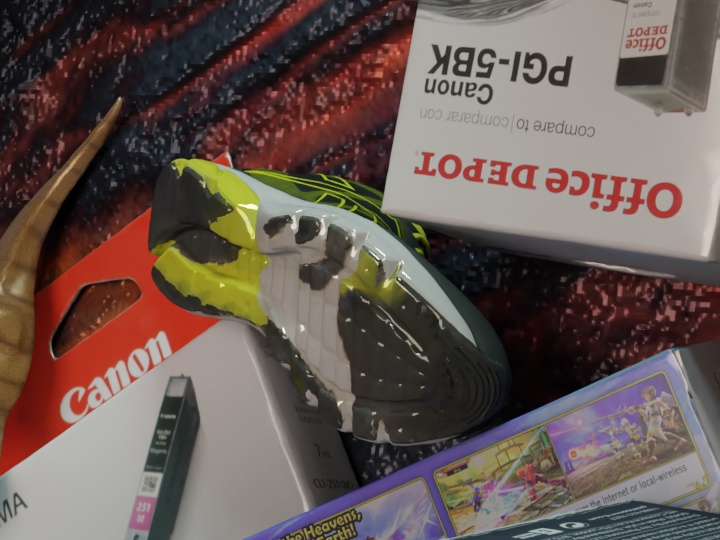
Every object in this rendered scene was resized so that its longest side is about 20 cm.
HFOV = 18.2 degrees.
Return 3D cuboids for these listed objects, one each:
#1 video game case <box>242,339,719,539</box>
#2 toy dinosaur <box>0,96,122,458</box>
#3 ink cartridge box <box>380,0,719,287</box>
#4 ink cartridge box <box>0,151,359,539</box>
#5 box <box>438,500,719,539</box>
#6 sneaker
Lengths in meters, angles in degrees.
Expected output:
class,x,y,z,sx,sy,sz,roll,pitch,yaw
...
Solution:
class,x,y,z,sx,sy,sz,roll,pitch,yaw
video game case,0.070,0.145,0.787,0.199,0.045,0.182,-26,81,30
toy dinosaur,-0.165,0.024,0.992,0.105,0.060,0.201,3,66,22
ink cartridge box,0.100,-0.102,0.797,0.146,0.083,0.202,9,88,39
ink cartridge box,-0.107,0.070,0.953,0.199,0.043,0.175,-34,65,28
box,0.125,0.158,0.646,0.199,0.107,0.150,5,96,42
sneaker,0.000,0.000,0.840,0.200,0.084,0.075,34,123,46
